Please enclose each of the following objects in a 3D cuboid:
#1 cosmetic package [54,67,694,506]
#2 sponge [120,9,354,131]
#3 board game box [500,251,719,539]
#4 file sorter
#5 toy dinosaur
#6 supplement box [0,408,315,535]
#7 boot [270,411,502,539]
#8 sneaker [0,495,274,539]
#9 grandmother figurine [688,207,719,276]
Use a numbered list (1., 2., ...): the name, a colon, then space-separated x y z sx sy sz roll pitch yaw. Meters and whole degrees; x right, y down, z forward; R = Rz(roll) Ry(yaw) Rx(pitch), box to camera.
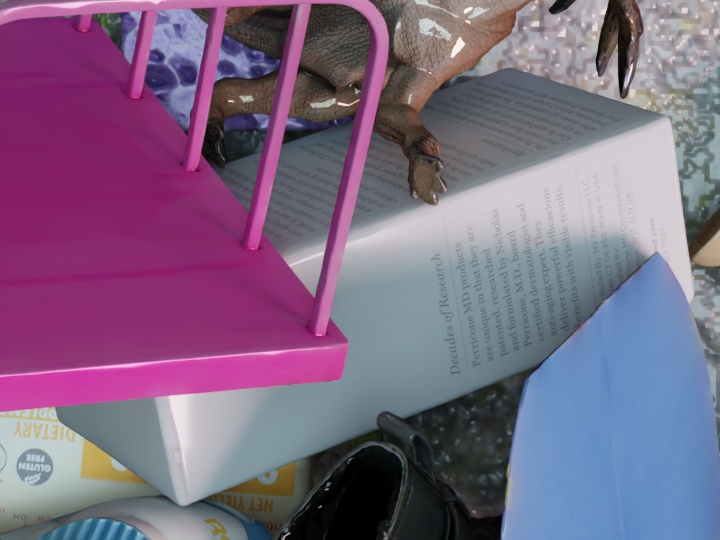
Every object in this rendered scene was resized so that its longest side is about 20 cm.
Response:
1. cosmetic package: 0.000 0.000 0.883 0.199 0.101 0.072 -20 112 -24
2. sponge: -0.030 -0.150 0.947 0.111 0.030 0.201 0 95 -1
3. board game box: 0.066 0.087 0.841 0.039 0.200 0.159 0 109 25
4. file sorter: -0.096 -0.069 0.768 0.138 0.200 0.126 -4 125 -29
5. toy dinosaur: 0.020 -0.086 0.886 0.135 0.200 0.086 -27 111 -39
6. supplement box: -0.084 0.138 0.947 0.125 0.074 0.201 4 95 0
7. boot: -0.006 0.145 0.853 0.069 0.174 0.201 25 91 27
8. sneaker: -0.113 0.121 0.867 0.199 0.081 0.077 -14 85 35
9. grandmother figurine: 0.210 0.039 0.955 0.200 0.061 0.121 40 101 -1
